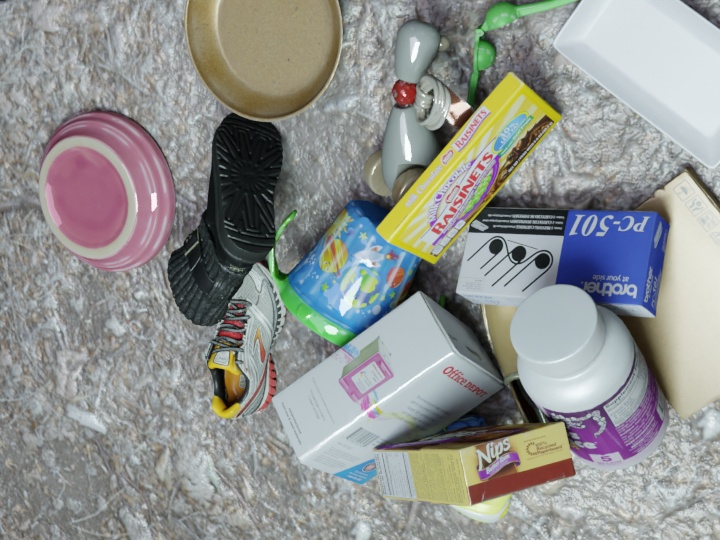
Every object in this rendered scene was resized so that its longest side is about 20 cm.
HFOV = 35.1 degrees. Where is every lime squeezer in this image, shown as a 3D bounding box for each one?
[{"bbox_3d":[0.143,-0.224,1.144,0.070,0.038,0.200,29,118,-18],"label":"lime squeezer"}]

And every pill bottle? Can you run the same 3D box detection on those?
[{"bbox_3d":[0.214,0.100,1.078,0.112,0.113,0.200,-8,142,28],"label":"pill bottle"}]

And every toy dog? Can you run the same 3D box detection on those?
[{"bbox_3d":[0.072,-0.147,1.157,0.201,0.096,0.132,111,144,-44],"label":"toy dog"}]

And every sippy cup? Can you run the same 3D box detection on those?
[{"bbox_3d":[0.000,0.000,1.223,0.131,0.177,0.140,-60,39,15],"label":"sippy cup"}]

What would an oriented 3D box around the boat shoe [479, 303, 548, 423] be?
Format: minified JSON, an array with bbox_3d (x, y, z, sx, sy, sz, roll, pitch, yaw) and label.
[{"bbox_3d":[0.173,0.096,1.185,0.071,0.076,0.201,-27,90,31],"label":"boat shoe"}]

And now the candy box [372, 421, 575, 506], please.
[{"bbox_3d":[0.105,0.187,1.108,0.200,0.116,0.057,162,97,-67],"label":"candy box"}]

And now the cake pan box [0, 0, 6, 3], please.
[{"bbox_3d":[-0.552,-0.408,1.427,0.199,0.052,0.185,-6,99,28],"label":"cake pan box"}]

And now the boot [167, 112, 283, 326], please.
[{"bbox_3d":[-0.155,-0.059,1.276,0.079,0.212,0.158,17,142,-20],"label":"boot"}]

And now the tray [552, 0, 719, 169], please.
[{"bbox_3d":[0.290,-0.198,1.077,0.200,0.022,0.108,41,118,11],"label":"tray"}]

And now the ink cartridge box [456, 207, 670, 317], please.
[{"bbox_3d":[0.197,-0.011,1.123,0.199,0.044,0.095,3,75,35],"label":"ink cartridge box"}]

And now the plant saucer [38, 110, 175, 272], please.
[{"bbox_3d":[-0.322,-0.093,1.398,0.199,0.051,0.202,8,107,25],"label":"plant saucer"}]

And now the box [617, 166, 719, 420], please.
[{"bbox_3d":[0.321,0.026,1.123,0.163,0.021,0.200,-41,84,29],"label":"box"}]

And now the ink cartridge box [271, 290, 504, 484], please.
[{"bbox_3d":[0.032,0.127,1.190,0.200,0.144,0.085,-35,59,13],"label":"ink cartridge box"}]

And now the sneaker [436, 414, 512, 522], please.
[{"bbox_3d":[0.087,0.194,1.269,0.199,0.076,0.106,24,97,17],"label":"sneaker"}]

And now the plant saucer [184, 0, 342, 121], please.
[{"bbox_3d":[-0.101,-0.266,1.247,0.199,0.035,0.202,8,108,25],"label":"plant saucer"}]

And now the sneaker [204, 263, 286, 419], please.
[{"bbox_3d":[-0.138,0.083,1.335,0.077,0.082,0.201,8,106,26],"label":"sneaker"}]

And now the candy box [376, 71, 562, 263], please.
[{"bbox_3d":[0.108,-0.097,1.123,0.200,0.102,0.026,-50,56,12],"label":"candy box"}]
